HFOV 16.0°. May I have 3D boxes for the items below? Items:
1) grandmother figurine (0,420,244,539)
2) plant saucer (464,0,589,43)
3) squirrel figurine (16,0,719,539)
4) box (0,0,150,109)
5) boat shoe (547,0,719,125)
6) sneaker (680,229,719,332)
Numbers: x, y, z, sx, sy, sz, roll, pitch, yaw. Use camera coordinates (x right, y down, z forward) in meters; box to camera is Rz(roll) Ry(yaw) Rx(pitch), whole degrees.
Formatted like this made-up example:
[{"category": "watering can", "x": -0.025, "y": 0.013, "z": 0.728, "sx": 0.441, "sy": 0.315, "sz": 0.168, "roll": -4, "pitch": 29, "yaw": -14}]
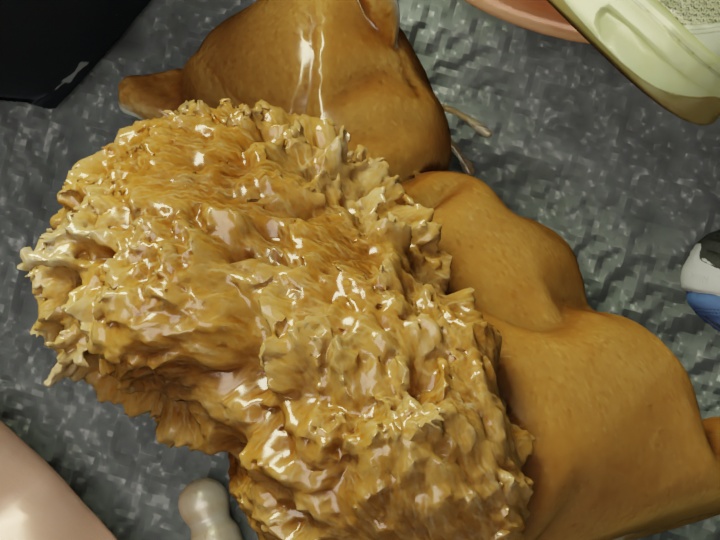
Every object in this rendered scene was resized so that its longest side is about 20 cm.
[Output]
[{"category": "grandmother figurine", "x": -0.081, "y": 0.115, "z": 0.795, "sx": 0.121, "sy": 0.061, "sz": 0.200, "roll": -44, "pitch": 88, "yaw": -1}, {"category": "plant saucer", "x": 0.077, "y": -0.162, "z": 0.695, "sx": 0.199, "sy": 0.037, "sz": 0.201, "roll": 4, "pitch": 108, "yaw": 12}, {"category": "squirrel figurine", "x": 0.000, "y": 0.000, "z": 0.705, "sx": 0.141, "sy": 0.200, "sz": 0.187, "roll": -26, "pitch": 76, "yaw": 20}, {"category": "box", "x": -0.146, "y": -0.153, "z": 0.718, "sx": 0.200, "sy": 0.197, "sz": 0.117, "roll": 44, "pitch": 99, "yaw": 5}, {"category": "boat shoe", "x": 0.039, "y": -0.125, "z": 0.659, "sx": 0.201, "sy": 0.073, "sz": 0.063, "roll": 44, "pitch": 106, "yaw": -7}, {"category": "sneaker", "x": 0.172, "y": 0.058, "z": 0.734, "sx": 0.200, "sy": 0.076, "sz": 0.077, "roll": 35, "pitch": 94, "yaw": 8}]
